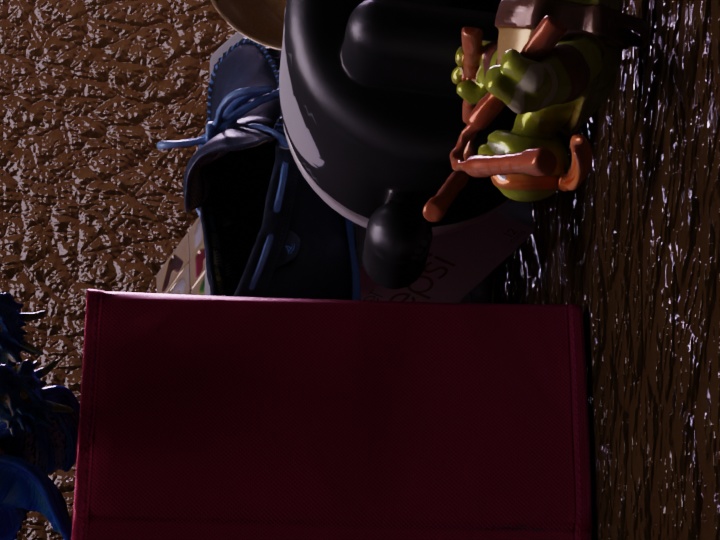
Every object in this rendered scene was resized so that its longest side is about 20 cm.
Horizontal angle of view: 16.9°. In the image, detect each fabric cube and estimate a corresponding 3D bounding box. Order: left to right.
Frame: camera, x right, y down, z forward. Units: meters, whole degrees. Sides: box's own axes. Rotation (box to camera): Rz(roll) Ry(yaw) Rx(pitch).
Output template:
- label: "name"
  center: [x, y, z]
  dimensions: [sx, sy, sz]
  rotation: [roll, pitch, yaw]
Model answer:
- label: "fabric cube"
  center: [-0.015, 0.135, 0.994]
  dimensions: [0.196, 0.199, 0.200]
  rotation: [96, 175, -64]

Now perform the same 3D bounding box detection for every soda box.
- label: "soda box"
  center: [0.000, 0.000, 1.193]
  dimensions: [0.200, 0.068, 0.064]
  rotation: [-45, 33, 39]

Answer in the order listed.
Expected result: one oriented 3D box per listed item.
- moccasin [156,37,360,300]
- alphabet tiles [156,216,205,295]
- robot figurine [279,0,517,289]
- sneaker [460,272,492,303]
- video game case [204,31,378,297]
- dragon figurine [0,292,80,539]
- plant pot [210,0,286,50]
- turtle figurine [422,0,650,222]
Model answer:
- label: "moccasin"
  center: [-0.045, -0.044, 1.111]
  dimensions: [0.080, 0.068, 0.200]
  rotation: [-49, 36, 26]
- label: "alphabet tiles"
  center: [-0.052, -0.046, 1.263]
  dimensions: [0.200, 0.008, 0.167]
  rotation: [-52, 22, 21]
- label: "robot figurine"
  center: [0.025, -0.086, 1.005]
  dimensions: [0.125, 0.150, 0.200]
  rotation: [46, 168, 8]
- label: "sneaker"
  center: [0.039, 0.014, 1.292]
  dimensions: [0.087, 0.075, 0.200]
  rotation: [70, -158, -69]
- label: "video game case"
  center: [-0.028, -0.058, 1.177]
  dimensions: [0.143, 0.018, 0.200]
  rotation: [-36, 44, 41]
- label: "dragon figurine"
  center: [-0.141, 0.082, 0.970]
  dimensions: [0.200, 0.099, 0.059]
  rotation: [65, -162, -50]
- label: "plant pot"
  center: [0.008, -0.189, 1.161]
  dimensions: [0.027, 0.200, 0.200]
  rotation: [35, -133, -49]
- label: "turtle figurine"
  center: [0.067, -0.090, 0.813]
  dimensions: [0.200, 0.064, 0.162]
  rotation: [-118, 36, -87]
